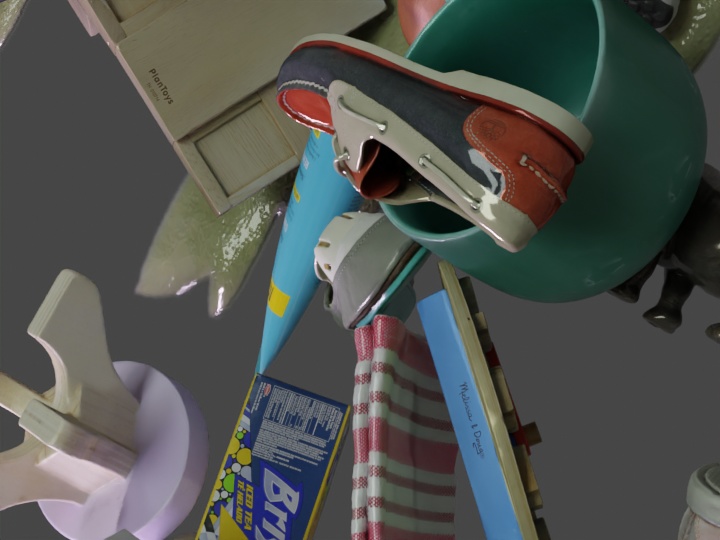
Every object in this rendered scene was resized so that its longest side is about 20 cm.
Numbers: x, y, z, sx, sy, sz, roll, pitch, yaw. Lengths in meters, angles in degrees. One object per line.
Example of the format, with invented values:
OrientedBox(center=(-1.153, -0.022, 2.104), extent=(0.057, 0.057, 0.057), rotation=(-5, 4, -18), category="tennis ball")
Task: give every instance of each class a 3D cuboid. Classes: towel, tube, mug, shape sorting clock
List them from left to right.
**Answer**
OrientedBox(center=(-0.027, -0.029, 1.051), extent=(0.078, 0.050, 0.201), rotation=(-70, 3, -59), category="tube")
OrientedBox(center=(0.029, 0.132, 0.938), extent=(0.030, 0.146, 0.202), rotation=(-3, 80, 18), category="towel")
OrientedBox(center=(0.074, 0.090, 0.886), extent=(0.039, 0.200, 0.201), rotation=(-18, 66, 5), category="shape sorting clock")
OrientedBox(center=(0.101, -0.076, 0.860), extent=(0.151, 0.114, 0.187), rotation=(-5, 63, 48), category="mug")

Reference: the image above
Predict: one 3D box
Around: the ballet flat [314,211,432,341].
OrientedBox(center=(0.000, 0.000, 0.965), extent=(0.064, 0.200, 0.067), rotation=(40, 80, 7), category="ballet flat")

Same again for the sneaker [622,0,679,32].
OrientedBox(center=(0.114, -0.212, 0.973), extent=(0.200, 0.081, 0.075), rotation=(45, 154, 24), category="sneaker")

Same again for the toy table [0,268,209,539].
OrientedBox(center=(-0.199, 0.105, 1.141), extent=(0.199, 0.117, 0.185), rotation=(2, 64, 50), category="toy table")

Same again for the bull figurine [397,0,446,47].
OrientedBox(center=(0.045, -0.168, 0.978), extent=(0.121, 0.065, 0.202), rotation=(31, 139, 53), category="bull figurine")

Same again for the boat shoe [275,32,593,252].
OrientedBox(center=(0.020, -0.060, 0.793), extent=(0.199, 0.071, 0.063), rotation=(23, 80, 47), category="boat shoe")

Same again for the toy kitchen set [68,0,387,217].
OrientedBox(center=(-0.085, -0.162, 1.165), extent=(0.162, 0.180, 0.201), rotation=(-32, 93, -7), category="toy kitchen set")

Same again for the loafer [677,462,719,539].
OrientedBox(center=(0.237, 0.153, 0.782), extent=(0.199, 0.072, 0.063), rotation=(24, 113, 32), category="loafer")

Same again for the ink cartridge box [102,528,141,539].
OrientedBox(center=(-0.091, 0.254, 0.884), extent=(0.199, 0.085, 0.149), rotation=(28, 117, 26), category="ink cartridge box")

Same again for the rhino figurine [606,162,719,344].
OrientedBox(center=(0.167, -0.015, 0.888), extent=(0.199, 0.060, 0.088), rotation=(28, 85, 44), category="rhino figurine")

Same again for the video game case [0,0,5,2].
OrientedBox(center=(-0.185, -0.228, 1.105), extent=(0.180, 0.200, 0.026), rotation=(-30, 95, 39), category="video game case")

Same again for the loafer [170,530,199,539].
OrientedBox(center=(-0.083, 0.246, 1.069), extent=(0.076, 0.068, 0.200), rotation=(-55, 50, 20), category="loafer")

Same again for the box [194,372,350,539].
OrientedBox(center=(-0.066, 0.170, 1.015), extent=(0.064, 0.070, 0.201), rotation=(19, 73, 4), category="box")
